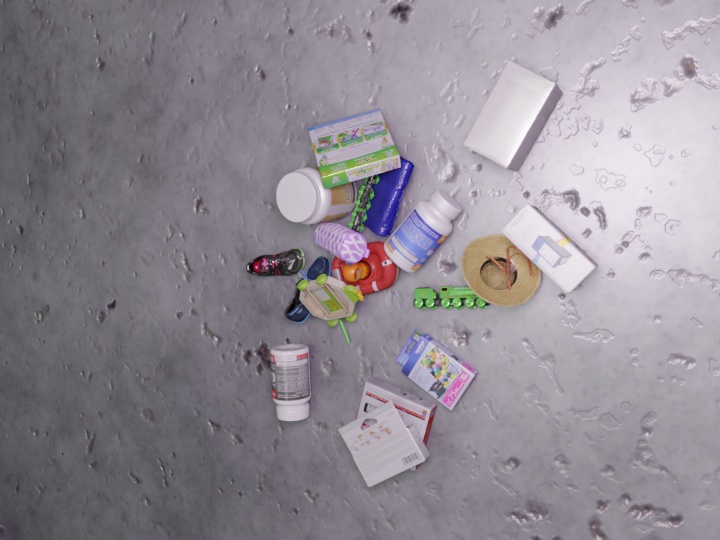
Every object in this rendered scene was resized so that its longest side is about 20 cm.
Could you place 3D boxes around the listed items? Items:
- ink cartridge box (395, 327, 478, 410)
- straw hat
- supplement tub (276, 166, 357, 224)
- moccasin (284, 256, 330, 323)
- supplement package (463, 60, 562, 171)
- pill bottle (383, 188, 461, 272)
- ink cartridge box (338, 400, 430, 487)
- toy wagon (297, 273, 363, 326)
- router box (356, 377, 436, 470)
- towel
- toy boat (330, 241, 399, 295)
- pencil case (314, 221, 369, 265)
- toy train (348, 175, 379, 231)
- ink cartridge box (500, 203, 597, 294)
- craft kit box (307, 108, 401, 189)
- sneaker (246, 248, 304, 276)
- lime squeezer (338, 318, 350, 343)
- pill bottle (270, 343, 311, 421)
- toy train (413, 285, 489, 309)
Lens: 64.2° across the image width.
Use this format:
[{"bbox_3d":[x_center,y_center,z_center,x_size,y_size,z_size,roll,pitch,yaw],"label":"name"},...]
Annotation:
[{"bbox_3d":[0.190,0.253,1.492,0.199,0.042,0.120,37,110,21],"label":"ink cartridge box"},{"bbox_3d":[0.323,0.016,1.364,0.201,0.200,0.085,46,154,15],"label":"straw hat"},{"bbox_3d":[-0.112,-0.198,1.505,0.143,0.199,0.147,6,103,29],"label":"supplement tub"},{"bbox_3d":[-0.147,0.053,1.605,0.080,0.068,0.202,23,90,44],"label":"moccasin"},{"bbox_3d":[0.344,-0.343,1.297,0.119,0.121,0.201,34,108,19],"label":"supplement package"},{"bbox_3d":[0.158,-0.101,1.431,0.112,0.112,0.200,47,113,15],"label":"pill bottle"},{"bbox_3d":[0.059,0.455,1.520,0.199,0.043,0.175,-35,80,27],"label":"ink cartridge box"},{"bbox_3d":[-0.069,0.074,1.517,0.199,0.040,0.156,-16,123,36],"label":"toy wagon"},{"bbox_3d":[0.088,0.412,1.553,0.198,0.049,0.182,19,104,24],"label":"router box"},{"bbox_3d":[0.068,-0.198,1.479,0.148,0.049,0.202,46,120,58],"label":"towel"},{"bbox_3d":[0.000,0.000,1.511,0.198,0.130,0.132,-16,88,27],"label":"toy boat"},{"bbox_3d":[-0.051,-0.076,1.499,0.200,0.085,0.085,32,106,60],"label":"pencil case"},{"bbox_3d":[0.010,-0.194,1.491,0.041,0.056,0.202,14,107,-14],"label":"toy train"},{"bbox_3d":[0.424,-0.049,1.280,0.088,0.145,0.200,-47,73,20],"label":"ink cartridge box"},{"bbox_3d":[-0.019,-0.309,1.439,0.198,0.049,0.199,-16,49,0],"label":"craft kit box"},{"bbox_3d":[-0.246,-0.015,1.662,0.198,0.084,0.078,-14,89,28],"label":"sneaker"},{"bbox_3d":[-0.088,0.117,1.621,0.200,0.038,0.071,44,112,16],"label":"lime squeezer"},{"bbox_3d":[-0.200,0.321,1.655,0.113,0.114,0.203,0,95,27],"label":"pill bottle"},{"bbox_3d":[0.227,0.067,1.444,0.198,0.042,0.057,-3,76,23],"label":"toy train"}]
